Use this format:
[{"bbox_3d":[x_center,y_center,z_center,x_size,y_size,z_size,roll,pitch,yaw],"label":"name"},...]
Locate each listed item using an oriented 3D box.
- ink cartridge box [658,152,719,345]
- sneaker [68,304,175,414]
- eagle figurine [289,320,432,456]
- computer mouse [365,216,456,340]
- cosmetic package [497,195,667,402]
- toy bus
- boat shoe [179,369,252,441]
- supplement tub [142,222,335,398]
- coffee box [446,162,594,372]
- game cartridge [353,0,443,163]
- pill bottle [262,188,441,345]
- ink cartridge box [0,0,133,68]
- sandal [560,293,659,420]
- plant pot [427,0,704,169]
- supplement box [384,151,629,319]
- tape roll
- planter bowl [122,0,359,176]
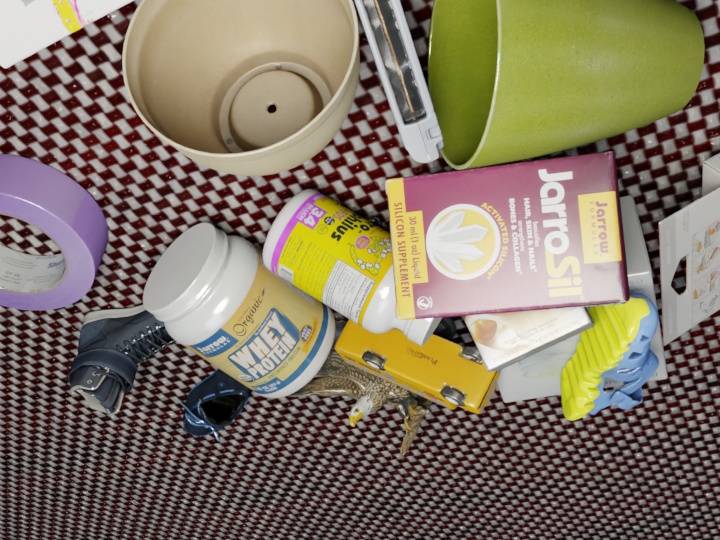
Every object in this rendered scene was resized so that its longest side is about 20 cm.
[{"bbox_3d":[0.381,-0.033,0.872,0.176,0.045,0.200,-28,134,-6],"label":"ink cartridge box"},{"bbox_3d":[-0.284,0.110,1.059,0.202,0.146,0.077,-13,133,16],"label":"sneaker"},{"bbox_3d":[0.001,0.153,1.112,0.200,0.151,0.152,30,98,10],"label":"eagle figurine"},{"bbox_3d":[0.054,0.007,0.996,0.200,0.046,0.140,33,135,-13],"label":"computer mouse"},{"bbox_3d":[0.240,0.042,0.961,0.199,0.123,0.200,-12,136,17],"label":"cosmetic package"},{"bbox_3d":[0.068,0.110,0.984,0.200,0.065,0.078,21,161,26],"label":"toy bus"},{"bbox_3d":[-0.218,0.199,1.204,0.084,0.069,0.200,20,135,-16],"label":"boat shoe"},{"bbox_3d":[-0.143,0.049,0.980,0.145,0.145,0.200,-28,129,30],"label":"supplement tub"},{"bbox_3d":[0.142,-0.011,0.838,0.114,0.200,0.080,-28,166,14],"label":"coffee box"},{"bbox_3d":[0.021,-0.203,0.693,0.041,0.133,0.200,-21,119,2],"label":"game cartridge"},{"bbox_3d":[0.000,0.000,0.893,0.200,0.104,0.104,31,138,12],"label":"pill bottle"},{"bbox_3d":[-0.233,-0.285,0.626,0.200,0.147,0.146,-18,134,23],"label":"ink cartridge box"},{"bbox_3d":[0.278,0.092,0.873,0.087,0.080,0.200,2,145,-3],"label":"sandal"},{"bbox_3d":[0.179,-0.182,0.701,0.200,0.187,0.187,-2,138,-12],"label":"plant pot"},{"bbox_3d":[0.134,-0.026,0.740,0.200,0.131,0.103,-6,177,18],"label":"supplement box"},{"bbox_3d":[-0.406,-0.040,0.964,0.200,0.066,0.200,2,136,2],"label":"tape roll"},{"bbox_3d":[-0.091,-0.168,0.729,0.200,0.201,0.135,-3,164,8],"label":"planter bowl"}]
